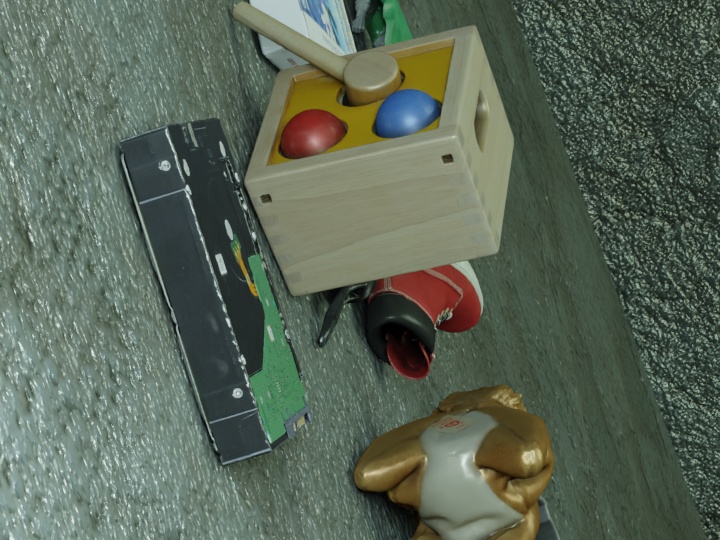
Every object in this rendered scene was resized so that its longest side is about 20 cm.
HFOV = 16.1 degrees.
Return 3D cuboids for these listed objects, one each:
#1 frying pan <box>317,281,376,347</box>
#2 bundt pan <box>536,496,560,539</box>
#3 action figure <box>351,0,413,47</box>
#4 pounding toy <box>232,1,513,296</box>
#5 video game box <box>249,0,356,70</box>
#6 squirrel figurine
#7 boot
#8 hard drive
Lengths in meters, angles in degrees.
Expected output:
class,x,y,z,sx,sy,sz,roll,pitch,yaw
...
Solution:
class,x,y,z,sx,sy,sz,roll,pitch,yaw
frying pan,0.005,-0.016,1.899,0.190,0.031,0.115,-74,-179,-75
bundt pan,0.125,0.268,2.066,0.202,0.075,0.203,-18,90,-79
action figure,0.024,-0.222,2.382,0.118,0.054,0.201,55,13,-52
pounding toy,0.000,-0.105,1.821,0.200,0.183,0.143,-78,151,-55
video game box,-0.057,-0.243,2.043,0.182,0.047,0.201,43,31,-72
squirrel figurine,0.092,0.193,1.882,0.200,0.141,0.188,-65,143,-70
boot,0.051,0.042,2.077,0.200,0.072,0.145,42,32,-54
hard drive,-0.086,0.010,1.535,0.140,0.038,0.201,-31,103,-79
